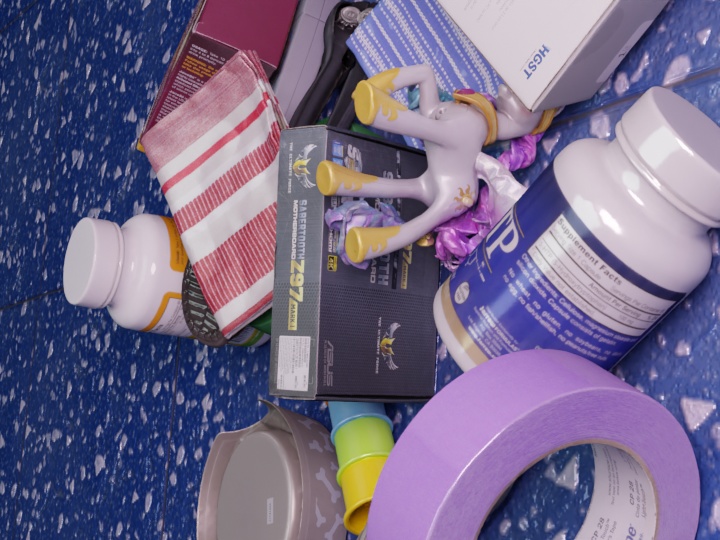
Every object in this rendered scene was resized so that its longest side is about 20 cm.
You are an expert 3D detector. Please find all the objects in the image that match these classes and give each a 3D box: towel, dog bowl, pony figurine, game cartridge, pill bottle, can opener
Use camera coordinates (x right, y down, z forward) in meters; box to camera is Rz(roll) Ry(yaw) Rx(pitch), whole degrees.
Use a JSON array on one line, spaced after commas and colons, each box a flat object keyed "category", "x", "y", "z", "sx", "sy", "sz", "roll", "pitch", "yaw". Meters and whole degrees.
[{"category": "towel", "x": -0.105, "y": -0.065, "z": 1.146, "sx": 0.144, "sy": 0.023, "sz": 0.201, "roll": -36, "pitch": 68, "yaw": 30}, {"category": "dog bowl", "x": -0.079, "y": 0.218, "z": 1.233, "sx": 0.200, "sy": 0.058, "sz": 0.202, "roll": -23, "pitch": 63, "yaw": 54}, {"category": "pony figurine", "x": 0.069, "y": -0.062, "z": 0.983, "sx": 0.166, "sy": 0.198, "sz": 0.195, "roll": 31, "pitch": 123, "yaw": 50}, {"category": "game cartridge", "x": -0.075, "y": -0.168, "z": 1.300, "sx": 0.133, "sy": 0.041, "sz": 0.202, "roll": 146, "pitch": 144, "yaw": -73}, {"category": "pill bottle", "x": -0.179, "y": 0.007, "z": 1.323, "sx": 0.111, "sy": 0.198, "sz": 0.112, "roll": -24, "pitch": 61, "yaw": 53}, {"category": "pill bottle", "x": 0.148, "y": -0.012, "z": 0.862, "sx": 0.200, "sy": 0.119, "sz": 0.120, "roll": -49, "pitch": 42, "yaw": 27}, {"category": "can opener", "x": -0.016, "y": -0.162, "z": 1.192, "sx": 0.079, "sy": 0.063, "sz": 0.201, "roll": 92, "pitch": -168, "yaw": -49}, {"category": "towel", "x": 0.073, "y": -0.186, "z": 1.087, "sx": 0.200, "sy": 0.024, "sz": 0.146, "roll": -44, "pitch": 70, "yaw": 43}]

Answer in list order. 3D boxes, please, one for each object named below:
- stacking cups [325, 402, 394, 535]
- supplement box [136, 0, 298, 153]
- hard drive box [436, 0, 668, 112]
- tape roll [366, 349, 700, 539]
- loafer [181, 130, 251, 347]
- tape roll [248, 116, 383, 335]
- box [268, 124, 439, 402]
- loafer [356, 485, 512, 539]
[{"category": "stacking cups", "x": -0.005, "y": 0.122, "z": 1.144, "sx": 0.061, "sy": 0.060, "sz": 0.201, "roll": -55, "pitch": 36, "yaw": 35}, {"category": "supplement box", "x": -0.138, "y": -0.193, "z": 1.323, "sx": 0.200, "sy": 0.085, "sz": 0.111, "roll": 130, "pitch": 159, "yaw": -53}, {"category": "hard drive box", "x": 0.115, "y": -0.234, "z": 0.921, "sx": 0.201, "sy": 0.076, "sz": 0.156, "roll": 54, "pitch": 133, "yaw": 18}, {"category": "tape roll", "x": 0.105, "y": 0.152, "z": 0.815, "sx": 0.066, "sy": 0.198, "sz": 0.202, "roll": 32, "pitch": 108, "yaw": 58}, {"category": "loafer", "x": -0.094, "y": -0.027, "z": 1.194, "sx": 0.073, "sy": 0.071, "sz": 0.202, "roll": 26, "pitch": 102, "yaw": 32}, {"category": "tape roll", "x": -0.041, "y": -0.036, "z": 1.215, "sx": 0.200, "sy": 0.048, "sz": 0.202, "roll": -43, "pitch": 32, "yaw": 37}, {"category": "box", "x": 0.000, "y": 0.000, "z": 1.056, "sx": 0.051, "sy": 0.157, "sz": 0.202, "roll": 0, "pitch": 85, "yaw": 36}, {"category": "loafer", "x": 0.053, "y": 0.174, "z": 1.006, "sx": 0.070, "sy": 0.070, "sz": 0.201, "roll": 43, "pitch": 127, "yaw": 17}]
